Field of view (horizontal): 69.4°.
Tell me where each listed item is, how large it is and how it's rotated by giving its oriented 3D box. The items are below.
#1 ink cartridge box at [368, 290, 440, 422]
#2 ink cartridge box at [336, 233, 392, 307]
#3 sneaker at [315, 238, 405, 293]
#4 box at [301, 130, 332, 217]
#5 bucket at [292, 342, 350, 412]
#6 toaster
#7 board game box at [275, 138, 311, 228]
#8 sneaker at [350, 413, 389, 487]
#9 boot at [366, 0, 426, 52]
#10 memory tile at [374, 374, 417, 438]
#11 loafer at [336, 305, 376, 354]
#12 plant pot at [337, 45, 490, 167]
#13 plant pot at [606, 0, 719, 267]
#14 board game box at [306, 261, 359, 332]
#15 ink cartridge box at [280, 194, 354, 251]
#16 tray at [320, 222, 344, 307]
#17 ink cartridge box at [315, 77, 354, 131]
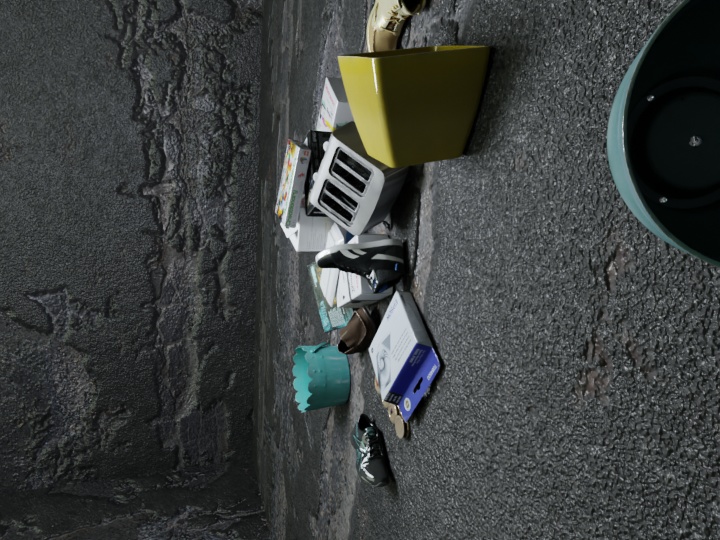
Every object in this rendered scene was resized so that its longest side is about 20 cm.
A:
[{"bbox_3d":[0.085,0.182,1.101,0.201,0.040,0.201,-110,33,-45],"label":"ink cartridge box"},{"bbox_3d":[0.003,0.005,1.287,0.200,0.083,0.146,144,124,-66],"label":"ink cartridge box"},{"bbox_3d":[0.000,0.000,1.139,0.073,0.198,0.113,55,-153,-69],"label":"sneaker"},{"bbox_3d":[-0.059,-0.244,1.333,0.086,0.162,0.202,151,115,-68],"label":"box"},{"bbox_3d":[-0.121,0.321,1.577,0.207,0.134,0.209,179,90,-69],"label":"bucket"},{"bbox_3d":[-0.002,-0.194,1.143,0.200,0.119,0.182,38,130,14],"label":"toaster"},{"bbox_3d":[-0.175,-0.224,1.334,0.126,0.034,0.202,-132,51,-60],"label":"board game box"},{"bbox_3d":[0.020,0.439,1.279,0.200,0.075,0.080,-126,41,-57],"label":"sneaker"},{"bbox_3d":[0.074,-0.525,1.076,0.156,0.072,0.202,-120,40,-58],"label":"boot"},{"bbox_3d":[0.076,0.268,1.197,0.200,0.017,0.155,-124,37,-56],"label":"memory tile"},{"bbox_3d":[-0.015,0.168,1.347,0.073,0.071,0.201,55,149,27],"label":"loafer"},{"bbox_3d":[0.089,-0.286,0.903,0.200,0.198,0.178,-131,31,-60],"label":"plant pot"},{"bbox_3d":[0.279,-0.104,0.393,0.134,0.198,0.202,-44,-44,-80],"label":"plant pot"},{"bbox_3d":[-0.075,0.062,1.454,0.135,0.028,0.202,-20,83,42],"label":"board game box"},{"bbox_3d":[-0.113,-0.133,1.434,0.129,0.198,0.126,-130,42,-59],"label":"ink cartridge box"},{"bbox_3d":[-0.079,-0.016,1.365,0.108,0.022,0.202,-117,34,-57],"label":"tray"},{"bbox_3d":[-0.061,-0.410,1.444,0.145,0.083,0.201,-111,28,-43],"label":"ink cartridge box"}]
